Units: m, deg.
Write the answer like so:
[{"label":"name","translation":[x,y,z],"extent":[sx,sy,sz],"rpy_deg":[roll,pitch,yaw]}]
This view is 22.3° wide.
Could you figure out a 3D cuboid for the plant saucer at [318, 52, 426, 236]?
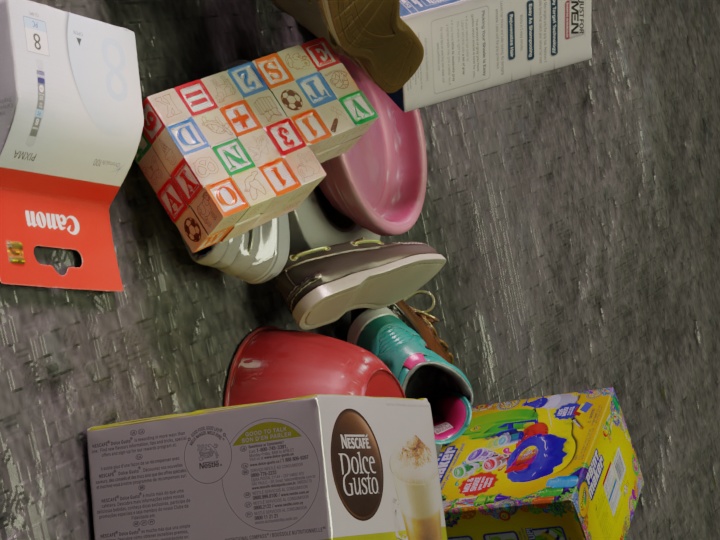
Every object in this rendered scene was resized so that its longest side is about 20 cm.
[{"label":"plant saucer","translation":[0.000,-0.129,1.715],"extent":[0.200,0.051,0.202],"rpy_deg":[35,49,-55]}]

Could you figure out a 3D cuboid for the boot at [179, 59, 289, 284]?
[{"label":"boot","translation":[-0.112,-0.093,1.533],"extent":[0.095,0.073,0.201],"rpy_deg":[18,58,-54]}]

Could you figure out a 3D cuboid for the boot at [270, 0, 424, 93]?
[{"label":"boot","translation":[-0.033,-0.247,1.566],"extent":[0.155,0.073,0.200],"rpy_deg":[41,-3,27]}]

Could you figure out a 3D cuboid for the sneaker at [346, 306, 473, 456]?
[{"label":"sneaker","translation":[0.059,0.134,1.711],"extent":[0.121,0.083,0.201],"rpy_deg":[43,-19,47]}]

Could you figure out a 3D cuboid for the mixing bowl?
[{"label":"mixing bowl","translation":[-0.023,0.139,1.587],"extent":[0.200,0.108,0.201],"rpy_deg":[35,50,-55]}]

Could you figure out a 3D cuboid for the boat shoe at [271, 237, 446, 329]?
[{"label":"boat shoe","translation":[0.000,0.000,1.651],"extent":[0.199,0.072,0.060],"rpy_deg":[-17,61,-47]}]

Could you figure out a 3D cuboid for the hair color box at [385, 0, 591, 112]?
[{"label":"hair color box","translation":[0.115,-0.226,1.693],"extent":[0.061,0.199,0.101],"rpy_deg":[-128,-153,-49]}]

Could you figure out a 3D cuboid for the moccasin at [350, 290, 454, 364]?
[{"label":"moccasin","translation":[0.047,0.067,1.801],"extent":[0.201,0.073,0.078],"rpy_deg":[44,34,-47]}]

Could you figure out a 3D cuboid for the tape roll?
[{"label":"tape roll","translation":[-0.039,-0.087,1.721],"extent":[0.203,0.037,0.204],"rpy_deg":[33,52,-58]}]

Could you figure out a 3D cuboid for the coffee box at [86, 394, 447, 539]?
[{"label":"coffee box","translation":[-0.063,0.202,1.372],"extent":[0.199,0.199,0.199],"rpy_deg":[12,70,-63]}]

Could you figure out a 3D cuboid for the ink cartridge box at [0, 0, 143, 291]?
[{"label":"ink cartridge box","translation":[-0.215,-0.089,1.341],"extent":[0.160,0.047,0.201],"rpy_deg":[7,73,-64]}]

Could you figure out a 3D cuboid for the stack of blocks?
[{"label":"stack of blocks","translation":[-0.081,-0.106,1.486],"extent":[0.199,0.059,0.115],"rpy_deg":[-26,78,-41]}]

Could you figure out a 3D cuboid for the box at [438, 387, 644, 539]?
[{"label":"box","translation":[0.162,0.232,1.839],"extent":[0.123,0.192,0.200],"rpy_deg":[69,27,-22]}]
